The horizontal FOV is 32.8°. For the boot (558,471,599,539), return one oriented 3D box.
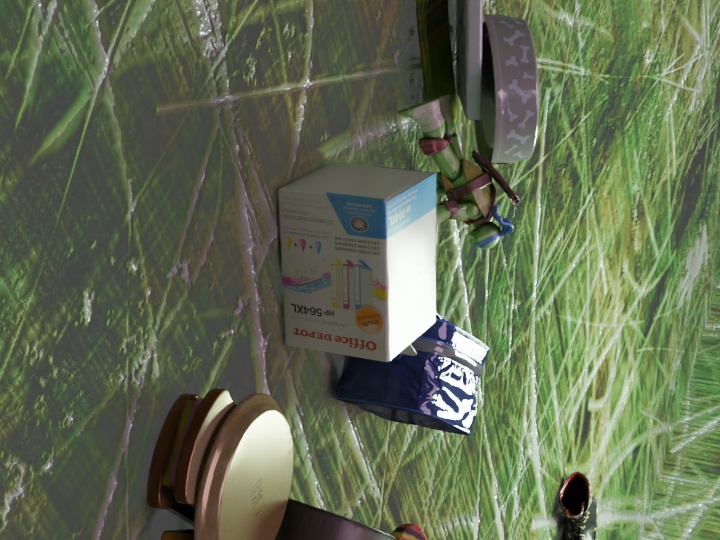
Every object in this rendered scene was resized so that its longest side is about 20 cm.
[{"bbox_3d":[0.428,0.508,2.416,0.151,0.073,0.201,65,37,-51],"label":"boot"}]

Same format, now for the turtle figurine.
[{"bbox_3d":[0.083,-0.107,1.513,0.144,0.200,0.195,-23,99,-36],"label":"turtle figurine"}]

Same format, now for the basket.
[{"bbox_3d":[-0.060,0.355,1.290,0.180,0.136,0.201,50,56,-64],"label":"basket"}]

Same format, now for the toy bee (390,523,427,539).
[{"bbox_3d":[0.091,0.441,1.619,0.109,0.200,0.131,-39,165,-25],"label":"toy bee"}]

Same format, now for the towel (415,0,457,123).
[{"bbox_3d":[0.102,-0.269,1.568,0.086,0.018,0.201,-49,140,-48],"label":"towel"}]

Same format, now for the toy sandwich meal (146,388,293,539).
[{"bbox_3d":[-0.131,0.204,1.170,0.205,0.070,0.206,9,90,-69],"label":"toy sandwich meal"}]

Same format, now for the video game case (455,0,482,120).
[{"bbox_3d":[0.135,-0.306,1.534,0.182,0.022,0.201,-90,179,-70],"label":"video game case"}]

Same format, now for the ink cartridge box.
[{"bbox_3d":[0.000,0.000,1.305,0.125,0.128,0.201,-33,126,-57],"label":"ink cartridge box"}]

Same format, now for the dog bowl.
[{"bbox_3d":[0.182,-0.228,1.551,0.200,0.058,0.201,176,-90,-88],"label":"dog bowl"}]

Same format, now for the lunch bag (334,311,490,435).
[{"bbox_3d":[0.063,0.110,1.461,0.200,0.135,0.133,35,66,-61],"label":"lunch bag"}]
